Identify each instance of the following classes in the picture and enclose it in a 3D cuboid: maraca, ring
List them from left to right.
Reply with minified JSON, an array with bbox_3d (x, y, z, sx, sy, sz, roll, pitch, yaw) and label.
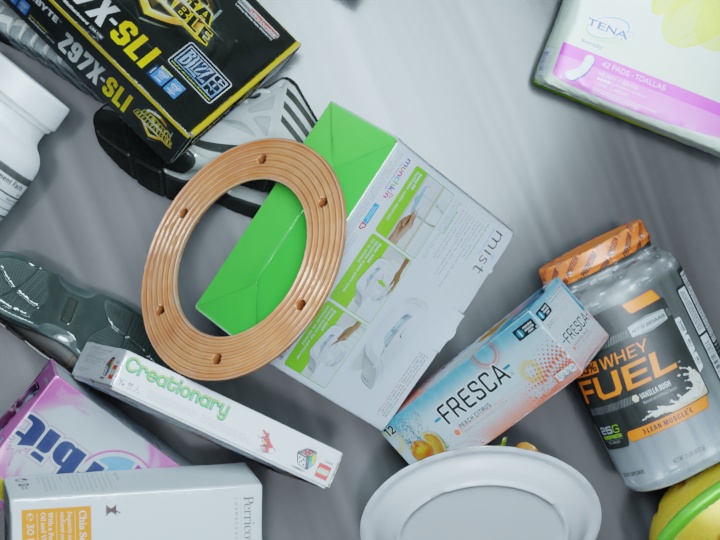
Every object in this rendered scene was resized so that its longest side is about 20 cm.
[{"bbox_3d":[-0.089,-0.008,1.547,0.199,0.019,0.202,-17,59,31],"label":"ring"},{"bbox_3d":[0.325,0.198,1.652,0.199,0.138,0.107,-27,56,-8],"label":"maraca"}]

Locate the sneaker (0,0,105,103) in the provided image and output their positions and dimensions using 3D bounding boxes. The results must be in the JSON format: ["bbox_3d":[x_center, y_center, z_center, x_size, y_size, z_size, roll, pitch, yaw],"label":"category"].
[{"bbox_3d":[-0.230,-0.219,1.637,0.199,0.075,0.116,31,82,17],"label":"sneaker"}]

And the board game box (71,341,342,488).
[{"bbox_3d":[-0.124,0.115,1.605,0.199,0.126,0.035,27,82,-21],"label":"board game box"}]

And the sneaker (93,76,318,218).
[{"bbox_3d":[-0.117,-0.115,1.669,0.199,0.076,0.116,20,52,18],"label":"sneaker"}]

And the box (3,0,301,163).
[{"bbox_3d":[-0.168,-0.203,1.600,0.200,0.049,0.160,45,50,0],"label":"box"}]

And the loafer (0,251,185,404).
[{"bbox_3d":[-0.237,0.052,1.671,0.199,0.063,0.072,35,62,-14],"label":"loafer"}]

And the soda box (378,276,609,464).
[{"bbox_3d":[0.106,0.092,1.619,0.068,0.064,0.200,48,128,-2],"label":"soda box"}]

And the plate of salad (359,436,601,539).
[{"bbox_3d":[0.098,0.202,1.641,0.198,0.048,0.201,-2,135,-2],"label":"plate of salad"}]

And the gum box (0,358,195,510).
[{"bbox_3d":[-0.216,0.174,1.641,0.200,0.066,0.114,39,89,-16],"label":"gum box"}]

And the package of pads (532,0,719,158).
[{"bbox_3d":[0.262,-0.194,1.666,0.198,0.068,0.156,20,91,-2],"label":"package of pads"}]

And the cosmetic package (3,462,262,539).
[{"bbox_3d":[-0.180,0.214,1.584,0.198,0.071,0.102,-3,99,-14],"label":"cosmetic package"}]

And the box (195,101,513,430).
[{"bbox_3d":[0.000,0.000,1.606,0.176,0.096,0.201,33,90,-46],"label":"box"}]

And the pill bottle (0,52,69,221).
[{"bbox_3d":[-0.334,-0.081,1.632,0.116,0.116,0.201,37,90,-2],"label":"pill bottle"}]

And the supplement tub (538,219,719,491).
[{"bbox_3d":[0.231,0.068,1.644,0.122,0.123,0.201,-27,91,-1],"label":"supplement tub"}]
